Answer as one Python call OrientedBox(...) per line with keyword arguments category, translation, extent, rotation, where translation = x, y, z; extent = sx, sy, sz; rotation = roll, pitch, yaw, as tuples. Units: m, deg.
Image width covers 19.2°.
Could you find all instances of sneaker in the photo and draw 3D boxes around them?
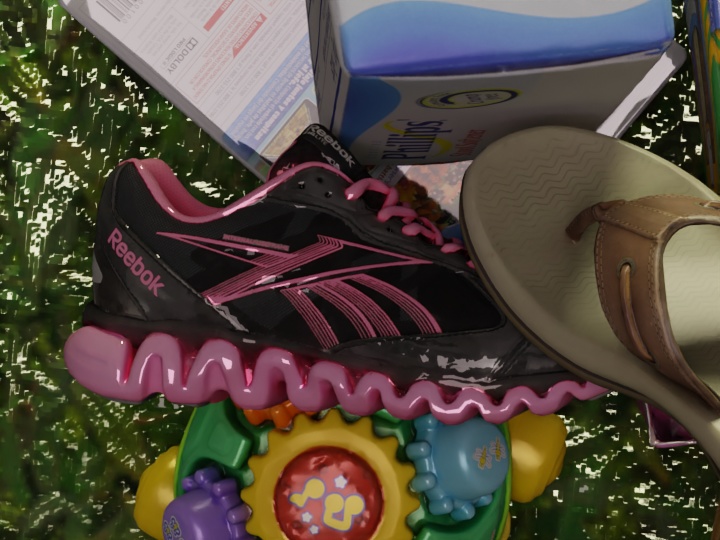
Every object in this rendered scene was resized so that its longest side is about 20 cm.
OrientedBox(category="sneaker", translation=(0.000, 0.000, 0.702), extent=(0.199, 0.079, 0.096), rotation=(3, 91, 8))

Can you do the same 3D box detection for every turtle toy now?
OrientedBox(category="turtle toy", translation=(-0.017, 0.100, 0.787), extent=(0.145, 0.101, 0.200), rotation=(25, 94, 4))

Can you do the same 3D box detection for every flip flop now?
OrientedBox(category="flip flop", translation=(0.106, 0.015, 0.626), extent=(0.081, 0.058, 0.200), rotation=(-28, 52, -17))

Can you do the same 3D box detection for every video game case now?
OrientedBox(category="video game case", translation=(0.004, -0.093, 0.819), extent=(0.200, 0.018, 0.143), rotation=(41, 95, 2))

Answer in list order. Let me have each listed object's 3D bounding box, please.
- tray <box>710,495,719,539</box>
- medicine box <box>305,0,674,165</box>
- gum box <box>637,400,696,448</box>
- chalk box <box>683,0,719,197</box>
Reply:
OrientedBox(category="tray", translation=(0.177, 0.032, 0.684), extent=(0.098, 0.037, 0.201), rotation=(11, 99, 2))
OrientedBox(category="medicine box", translation=(0.029, -0.147, 0.712), extent=(0.103, 0.182, 0.201), rotation=(-6, 85, -3))
OrientedBox(category="gum box", translation=(0.196, 0.013, 0.758), extent=(0.199, 0.114, 0.066), rotation=(-8, 92, 5))
OrientedBox(category="chalk box", translation=(0.174, -0.126, 0.748), extent=(0.124, 0.124, 0.201), rotation=(-8, 92, 6))
